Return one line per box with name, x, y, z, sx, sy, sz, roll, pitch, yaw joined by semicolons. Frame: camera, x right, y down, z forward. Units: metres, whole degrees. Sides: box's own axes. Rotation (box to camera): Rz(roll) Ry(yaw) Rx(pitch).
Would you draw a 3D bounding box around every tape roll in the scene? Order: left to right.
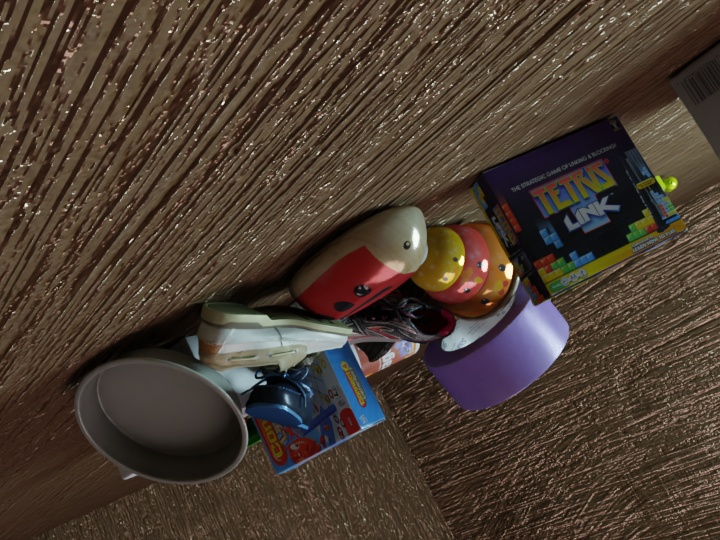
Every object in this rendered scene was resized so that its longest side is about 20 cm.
tape roll;0.194;0.103;0.994;0.200;0.085;0.200;-38;-170;8

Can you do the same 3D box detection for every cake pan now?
cake pan;-0.223;0.166;0.785;0.200;0.200;0.037;-33;-156;26

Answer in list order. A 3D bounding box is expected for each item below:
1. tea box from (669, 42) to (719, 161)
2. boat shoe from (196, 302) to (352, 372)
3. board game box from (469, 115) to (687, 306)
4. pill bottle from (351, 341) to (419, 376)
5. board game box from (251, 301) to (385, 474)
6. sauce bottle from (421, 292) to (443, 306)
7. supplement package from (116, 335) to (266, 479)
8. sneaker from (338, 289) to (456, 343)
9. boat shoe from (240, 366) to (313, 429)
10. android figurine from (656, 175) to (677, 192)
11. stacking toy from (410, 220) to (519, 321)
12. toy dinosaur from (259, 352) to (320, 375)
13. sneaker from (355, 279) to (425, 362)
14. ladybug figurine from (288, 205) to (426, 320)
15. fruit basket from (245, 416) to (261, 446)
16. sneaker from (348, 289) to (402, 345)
tea box;0.510;-0.228;0.798;0.197;0.134;0.200;-12;161;-48
boat shoe;-0.099;0.080;0.794;0.200;0.069;0.075;9;-173;-39
board game box;0.260;-0.074;0.821;0.200;0.165;0.057;-24;169;-14
pill bottle;0.003;0.144;1.297;0.200;0.112;0.112;-23;167;-22
board game box;-0.087;0.167;0.991;0.196;0.200;0.056;-37;163;36
sauce bottle;0.164;0.012;1.097;0.200;0.066;0.066;-46;-178;-40
supplement package;-0.235;0.173;0.905;0.200;0.114;0.109;-35;166;26
sneaker;0.035;0.054;0.941;0.200;0.081;0.075;8;172;-15
boat shoe;-0.098;0.151;0.836;0.084;0.069;0.200;11;164;1
android figurine;0.634;-0.162;1.569;0.182;0.041;0.200;-31;169;15
stacking toy;0.108;-0.010;0.920;0.200;0.146;0.146;10;143;-45
toy dinosaur;-0.123;0.106;0.924;0.047;0.088;0.200;1;160;-34
sneaker;0.049;0.052;1.110;0.200;0.091;0.076;-53;166;9
ladybug figurine;0.000;0.000;0.791;0.200;0.072;0.136;-36;165;36
fruit basket;-0.280;0.264;1.151;0.215;0.156;0.216;-32;-175;3
sneaker;-0.021;0.064;1.042;0.200;0.075;0.105;-8;134;19
